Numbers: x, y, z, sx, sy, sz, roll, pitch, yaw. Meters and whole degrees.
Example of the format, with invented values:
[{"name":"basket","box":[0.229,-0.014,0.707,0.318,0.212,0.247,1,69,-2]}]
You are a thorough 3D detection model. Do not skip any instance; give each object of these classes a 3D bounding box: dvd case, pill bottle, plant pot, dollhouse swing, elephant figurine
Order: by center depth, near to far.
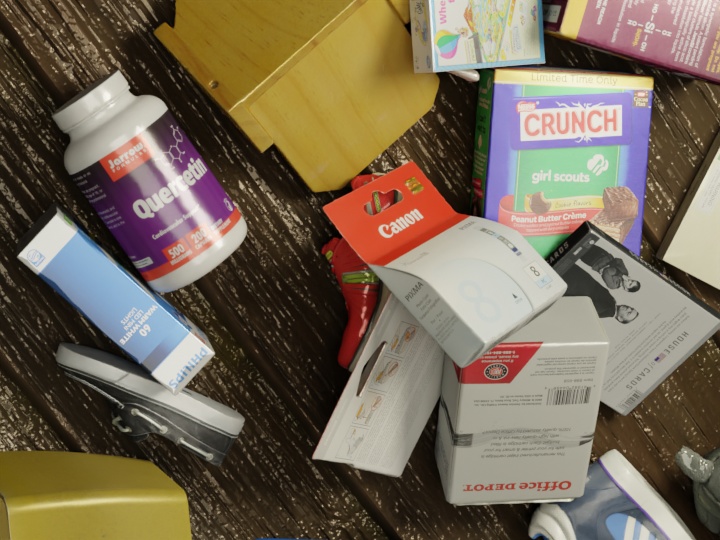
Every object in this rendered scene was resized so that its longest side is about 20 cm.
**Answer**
[{"name":"pill bottle","box":[-0.203,-0.086,1.610,0.112,0.112,0.200,-35,104,-4]},{"name":"plant pot","box":[-0.260,0.276,1.625,0.176,0.200,0.200,-8,100,-22]},{"name":"dollhouse swing","box":[-0.052,-0.211,1.660,0.200,0.176,0.182,-42,63,-2]},{"name":"dvd case","box":[0.248,0.052,1.717,0.200,0.025,0.150,32,115,-28]},{"name":"elephant figurine","box":[0.450,0.204,1.790,0.200,0.155,0.141,-41,61,-13]}]

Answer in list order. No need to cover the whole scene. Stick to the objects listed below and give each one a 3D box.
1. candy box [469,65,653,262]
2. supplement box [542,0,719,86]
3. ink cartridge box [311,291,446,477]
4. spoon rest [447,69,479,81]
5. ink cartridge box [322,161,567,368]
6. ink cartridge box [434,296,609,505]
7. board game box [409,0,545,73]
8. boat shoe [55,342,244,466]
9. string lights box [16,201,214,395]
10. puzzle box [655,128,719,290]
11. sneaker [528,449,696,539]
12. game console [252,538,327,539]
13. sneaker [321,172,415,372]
[{"name":"candy box","box":[0.199,-0.103,1.704,0.169,0.077,0.200,1,99,-11]},{"name":"supplement box","box":[0.280,-0.256,1.669,0.200,0.131,0.103,15,97,-12]},{"name":"ink cartridge box","box":[0.026,0.097,1.666,0.176,0.045,0.200,22,95,-57]},{"name":"spoon rest","box":[0.119,-0.282,1.678,0.099,0.061,0.200,22,81,-15]},{"name":"ink cartridge box","box":[0.082,-0.020,1.593,0.200,0.160,0.047,49,130,9]},{"name":"ink cartridge box","box":[0.157,0.131,1.691,0.144,0.084,0.200,-1,123,-8]},{"name":"board game box","box":[0.108,-0.291,1.608,0.134,0.034,0.200,-8,99,-32]},{"name":"boat shoe","box":[-0.214,0.135,1.669,0.200,0.072,0.068,26,92,-21]},{"name":"string lights box","box":[-0.236,0.026,1.627,0.200,0.103,0.059,43,89,-14]},{"name":"puzzle box","box":[0.411,-0.073,1.776,0.133,0.025,0.200,27,93,-13]},{"name":"sneaker","box":[0.266,0.295,1.787,0.146,0.081,0.200,-40,109,7]},{"name":"game console","box":[-0.029,0.342,1.715,0.200,0.171,0.119,3,72,-12]},{"name":"sneaker","box":[0.000,0.000,1.696,0.085,0.077,0.200,14,94,7]}]
